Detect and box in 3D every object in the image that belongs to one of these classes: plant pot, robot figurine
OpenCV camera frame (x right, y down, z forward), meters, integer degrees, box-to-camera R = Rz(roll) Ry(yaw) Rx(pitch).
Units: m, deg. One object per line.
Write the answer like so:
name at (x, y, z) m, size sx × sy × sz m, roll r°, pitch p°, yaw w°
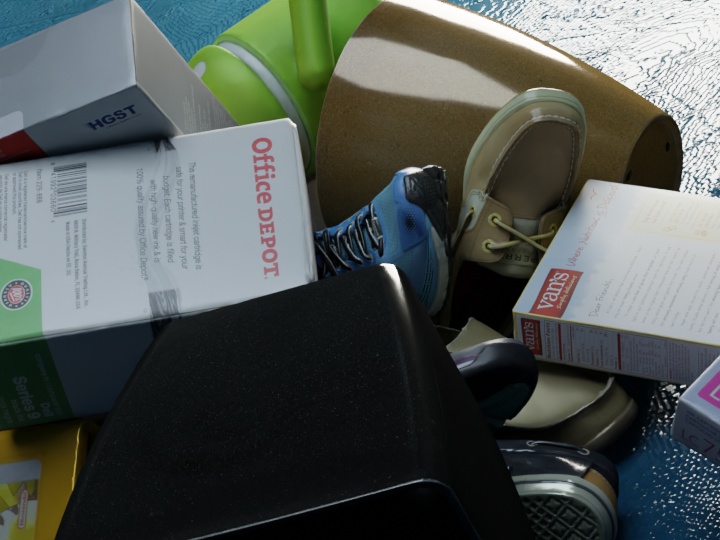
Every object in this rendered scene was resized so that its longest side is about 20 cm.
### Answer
plant pot at (0.103, -0.078, 1.465) m, size 0.200 × 0.187 × 0.186 m, roll 14°, pitch 43°, yaw 31°
robot figurine at (-0.041, -0.131, 1.541) m, size 0.200 × 0.116 × 0.175 m, roll -36°, pitch 0°, yaw -21°
plant pot at (-0.018, 0.117, 1.104) m, size 0.199 × 0.200 × 0.178 m, roll -16°, pitch 43°, yaw 16°

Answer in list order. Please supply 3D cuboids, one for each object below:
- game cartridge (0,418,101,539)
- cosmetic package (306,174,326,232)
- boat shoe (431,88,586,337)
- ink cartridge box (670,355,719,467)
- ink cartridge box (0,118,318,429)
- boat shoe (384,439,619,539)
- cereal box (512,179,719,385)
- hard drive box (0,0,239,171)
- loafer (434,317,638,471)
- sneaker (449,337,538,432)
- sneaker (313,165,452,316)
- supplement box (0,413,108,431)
game cartridge at (-0.244, 0.182, 1.302) m, size 0.200 × 0.032 × 0.177 m, roll -9°, pitch 64°, yaw 26°
cosmetic package at (-0.030, -0.035, 1.580) m, size 0.200 × 0.083 × 0.051 m, roll -33°, pitch 25°, yaw -19°
boat shoe at (0.092, -0.019, 1.362) m, size 0.074 × 0.200 × 0.066 m, roll 6°, pitch 40°, yaw -15°
ink cartridge box at (0.268, 0.049, 1.165) m, size 0.119 × 0.042 × 0.200 m, roll 33°, pitch 53°, yaw 24°
ink cartridge box at (-0.124, 0.001, 1.306) m, size 0.199 × 0.084 × 0.146 m, roll -9°, pitch 48°, yaw 2°
boat shoe at (0.051, 0.127, 1.223) m, size 0.200 × 0.075 × 0.062 m, roll -4°, pitch 27°, yaw 26°
cereal box at (0.203, 0.011, 1.286) m, size 0.200 × 0.040 × 0.144 m, roll 9°, pitch 38°, yaw 23°
hard drive box at (-0.162, -0.064, 1.405) m, size 0.156 × 0.200 × 0.077 m, roll -21°, pitch 52°, yaw 17°
loafer at (0.072, 0.070, 1.311) m, size 0.200 × 0.068 × 0.076 m, roll 3°, pitch 36°, yaw 43°
sneaker at (0.015, 0.066, 1.273) m, size 0.200 × 0.074 × 0.088 m, roll -31°, pitch 51°, yaw 35°
sneaker at (0.000, 0.000, 1.381) m, size 0.090 × 0.200 × 0.079 m, roll 6°, pitch 60°, yaw -15°
supplement box at (-0.138, 0.086, 1.407) m, size 0.200 × 0.111 × 0.086 m, roll -25°, pitch 26°, yaw -3°
